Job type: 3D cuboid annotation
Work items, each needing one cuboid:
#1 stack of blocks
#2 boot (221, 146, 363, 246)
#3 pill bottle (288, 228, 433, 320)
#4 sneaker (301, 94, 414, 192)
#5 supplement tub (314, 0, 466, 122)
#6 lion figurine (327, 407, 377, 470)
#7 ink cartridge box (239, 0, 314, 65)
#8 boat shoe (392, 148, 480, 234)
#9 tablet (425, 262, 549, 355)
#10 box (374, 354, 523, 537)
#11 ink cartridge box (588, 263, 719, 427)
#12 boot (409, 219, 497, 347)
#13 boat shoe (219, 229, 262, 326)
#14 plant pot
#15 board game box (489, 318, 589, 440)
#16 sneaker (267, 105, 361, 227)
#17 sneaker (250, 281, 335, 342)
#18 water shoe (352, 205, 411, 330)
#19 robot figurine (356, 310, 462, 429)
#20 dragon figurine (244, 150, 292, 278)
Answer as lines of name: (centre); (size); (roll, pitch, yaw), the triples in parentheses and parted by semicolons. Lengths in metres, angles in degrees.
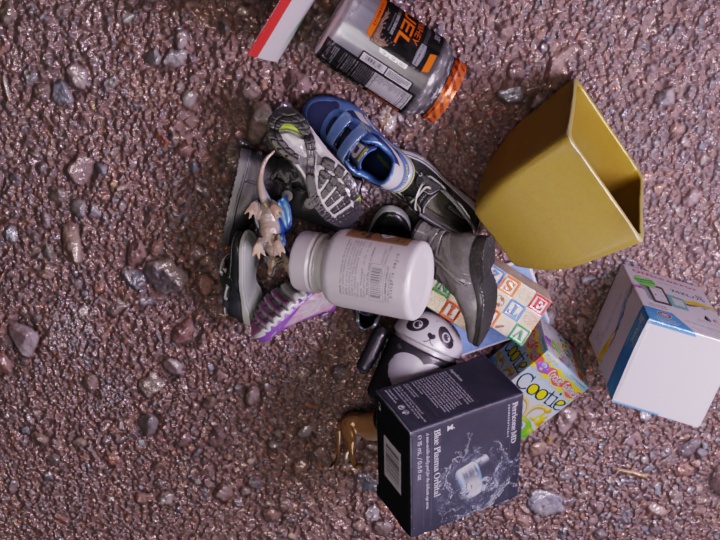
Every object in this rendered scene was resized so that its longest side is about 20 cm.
stack of blocks: (0.187, 0.035, 1.640); (0.198, 0.059, 0.116); (31, 107, -5)
boot: (-0.106, -0.092, 1.610); (0.196, 0.066, 0.167); (13, 116, -9)
pill bottle: (0.000, 0.000, 1.527); (0.196, 0.114, 0.117); (10, 117, 22)
sneaker: (-0.008, -0.190, 1.529); (0.199, 0.082, 0.075); (37, 108, 8)
supplement tub: (0.044, -0.304, 1.471); (0.198, 0.123, 0.123); (30, 112, -12)
lion figurine: (0.022, 0.264, 1.757); (0.196, 0.072, 0.125); (-15, 86, 16)
ink cartridge box: (-0.092, -0.355, 1.409); (0.050, 0.201, 0.162); (31, 113, -13)
boat shoe: (0.103, -0.118, 1.580); (0.198, 0.071, 0.073); (30, 113, -8)
tablet: (0.198, 0.065, 1.694); (0.196, 0.014, 0.132); (-20, 112, 9)
box: (0.133, 0.263, 1.568); (0.197, 0.117, 0.200); (-16, 122, -23)
ink cartridge box: (0.459, 0.111, 1.603); (0.144, 0.201, 0.148); (16, 113, -6)
boot: (0.138, 0.015, 1.577); (0.128, 0.068, 0.203); (13, 129, 25)
boat shoe: (-0.194, 0.011, 1.622); (0.059, 0.076, 0.202); (15, 136, 11)
plant pot: (0.279, -0.119, 1.519); (0.198, 0.197, 0.195); (-29, 112, 31)
board game box: (0.257, 0.191, 1.692); (0.103, 0.105, 0.200); (40, 112, -19)
sneaker: (-0.064, -0.155, 1.531); (0.073, 0.081, 0.202); (-32, 101, 5)
sneaker: (-0.085, 0.049, 1.648); (0.200, 0.081, 0.089); (-43, 122, 0)
water shoe: (0.036, 0.000, 1.633); (0.070, 0.079, 0.204); (11, 114, -4)
robot figurine: (0.085, 0.164, 1.647); (0.149, 0.124, 0.203); (22, 92, -41)
dragon figurine: (-0.134, -0.077, 1.544); (0.058, 0.100, 0.204); (-8, 101, 4)
